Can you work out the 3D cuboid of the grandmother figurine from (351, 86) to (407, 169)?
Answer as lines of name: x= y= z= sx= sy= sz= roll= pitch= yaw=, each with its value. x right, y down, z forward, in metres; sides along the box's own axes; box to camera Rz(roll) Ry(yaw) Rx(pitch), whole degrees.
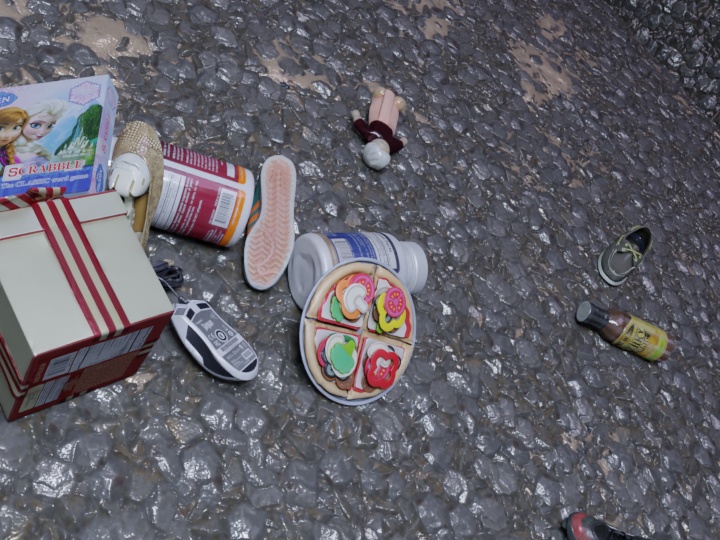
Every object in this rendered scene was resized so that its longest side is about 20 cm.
grandmother figurine: x=0.036 y=-0.261 z=1.364 sx=0.119 sy=0.061 sz=0.203 roll=18 pitch=45 yaw=-10

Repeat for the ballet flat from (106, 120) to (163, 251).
ballet flat: x=-0.285 y=-0.080 z=0.910 sx=0.069 sy=0.205 sz=0.065 roll=8 pitch=12 yaw=-3

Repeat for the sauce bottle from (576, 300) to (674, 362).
sauce bottle: x=0.492 y=0.112 z=1.381 sx=0.197 sy=0.065 sz=0.066 roll=22 pitch=47 yaw=-16

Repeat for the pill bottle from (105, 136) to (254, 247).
pill bottle: x=-0.253 y=-0.111 z=1.008 sx=0.196 sy=0.113 sz=0.115 roll=16 pitch=49 yaw=-23

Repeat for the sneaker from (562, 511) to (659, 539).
sneaker: x=0.384 y=0.406 z=1.053 sx=0.199 sy=0.098 sz=0.071 roll=38 pitch=46 yaw=-1

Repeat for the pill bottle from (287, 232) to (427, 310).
pill bottle: x=0.000 y=0.000 z=1.095 sx=0.197 sy=0.111 sz=0.113 roll=-2 pitch=58 yaw=-35

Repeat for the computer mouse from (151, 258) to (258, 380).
computer mouse: x=-0.212 y=0.073 z=0.936 sx=0.200 sy=0.044 sz=0.110 roll=47 pitch=22 yaw=3

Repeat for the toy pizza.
toy pizza: x=0.005 y=0.085 z=1.015 sx=0.197 sy=0.031 sz=0.205 roll=-2 pitch=94 yaw=-35

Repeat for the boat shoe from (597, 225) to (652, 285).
boat shoe: x=0.555 y=-0.037 z=1.540 sx=0.072 sy=0.060 sz=0.201 roll=46 pitch=44 yaw=7

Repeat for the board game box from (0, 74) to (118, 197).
board game box: x=-0.410 y=-0.150 z=0.913 sx=0.195 sy=0.041 sz=0.203 roll=-7 pitch=55 yaw=0

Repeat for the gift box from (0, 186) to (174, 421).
gift box: x=-0.337 y=0.025 z=0.795 sx=0.198 sy=0.185 sz=0.189 roll=-14 pitch=67 yaw=-47

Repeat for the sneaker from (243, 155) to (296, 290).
sneaker: x=-0.133 y=-0.062 z=1.088 sx=0.070 sy=0.080 sz=0.204 roll=12 pitch=71 yaw=-12
